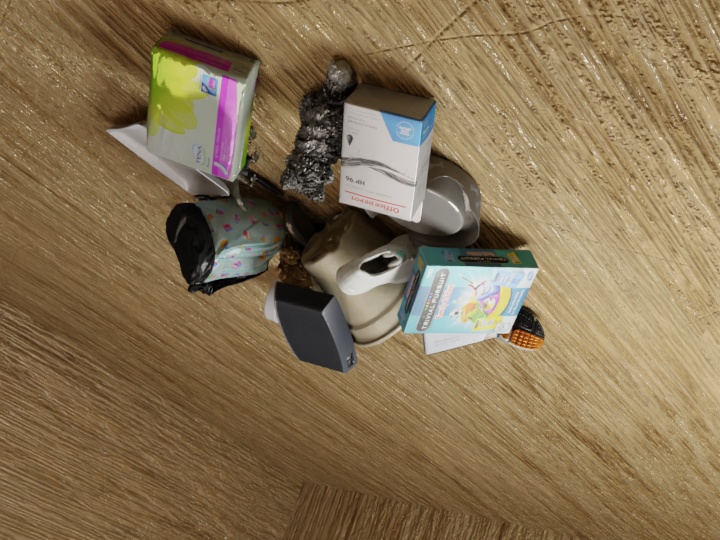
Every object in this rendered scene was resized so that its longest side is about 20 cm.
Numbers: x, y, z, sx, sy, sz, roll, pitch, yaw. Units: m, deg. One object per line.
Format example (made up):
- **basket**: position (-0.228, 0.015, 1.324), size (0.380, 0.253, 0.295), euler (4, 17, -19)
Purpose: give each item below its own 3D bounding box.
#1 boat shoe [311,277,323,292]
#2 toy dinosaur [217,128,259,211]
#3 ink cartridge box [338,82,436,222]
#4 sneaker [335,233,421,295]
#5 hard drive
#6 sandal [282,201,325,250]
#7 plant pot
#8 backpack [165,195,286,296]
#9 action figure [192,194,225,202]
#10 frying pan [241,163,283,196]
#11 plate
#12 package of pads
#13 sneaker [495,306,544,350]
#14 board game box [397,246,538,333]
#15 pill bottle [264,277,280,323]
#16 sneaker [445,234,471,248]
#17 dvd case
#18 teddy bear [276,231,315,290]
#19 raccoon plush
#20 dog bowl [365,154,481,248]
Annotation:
- **boat shoe**: position (-0.065, 0.031, 1.705), size (0.060, 0.073, 0.201), euler (21, -166, -42)
- **toy dinosaur**: position (-0.222, -0.192, 1.422), size (0.101, 0.077, 0.201), euler (14, 145, 30)
- **ink cartridge box**: position (0.034, -0.147, 1.207), size (0.114, 0.068, 0.202), euler (16, 130, 15)
- **sneaker**: position (0.058, -0.017, 1.418), size (0.076, 0.198, 0.088), euler (61, 149, 6)
- **hard drive**: position (-0.083, 0.107, 1.537), size (0.133, 0.043, 0.202), euler (13, 144, 24)
- **sandal**: position (-0.075, -0.061, 1.605), size (0.054, 0.083, 0.201), euler (-18, 132, 23)
- **plant pot**: position (0.000, 0.000, 1.529), size (0.184, 0.202, 0.199), euler (45, 149, -22)
- **backpack**: position (-0.234, -0.054, 1.549), size (0.198, 0.169, 0.127), euler (-4, 153, -39)
- **action figure**: position (-0.288, -0.085, 1.678), size (0.117, 0.104, 0.200), euler (14, 160, -17)
- **frying pan**: position (-0.231, -0.182, 1.521), size (0.114, 0.031, 0.190), euler (5, 148, 37)
- **plate**: position (-0.336, -0.203, 1.516), size (0.199, 0.033, 0.199), euler (39, 165, -30)
- **package of pads**: position (-0.240, -0.242, 1.274), size (0.152, 0.069, 0.202), euler (19, 134, 3)
- **sneaker**: position (0.259, 0.099, 1.648), size (0.198, 0.076, 0.092), euler (26, 165, 10)
- **board game box**: position (0.175, 0.036, 1.409), size (0.196, 0.047, 0.153), euler (1, 132, -18)
- **pill bottle**: position (-0.101, 0.087, 1.867), size (0.197, 0.116, 0.115), euler (15, 156, 15)
- **sneaker**: position (0.188, -0.007, 1.483), size (0.089, 0.067, 0.202), euler (-18, 130, -4)
- **dvd case**: position (0.171, 0.059, 1.477), size (0.140, 0.018, 0.202), euler (-13, 132, -4)
- **teddy bear**: position (-0.117, 0.003, 1.622), size (0.066, 0.201, 0.146), euler (-17, 122, 11)
- **raccoon plush**: position (-0.068, -0.193, 1.215), size (0.095, 0.136, 0.201), euler (17, 156, 12)
- **dog bowl**: position (0.099, -0.111, 1.341), size (0.197, 0.059, 0.201), euler (18, 156, 8)
